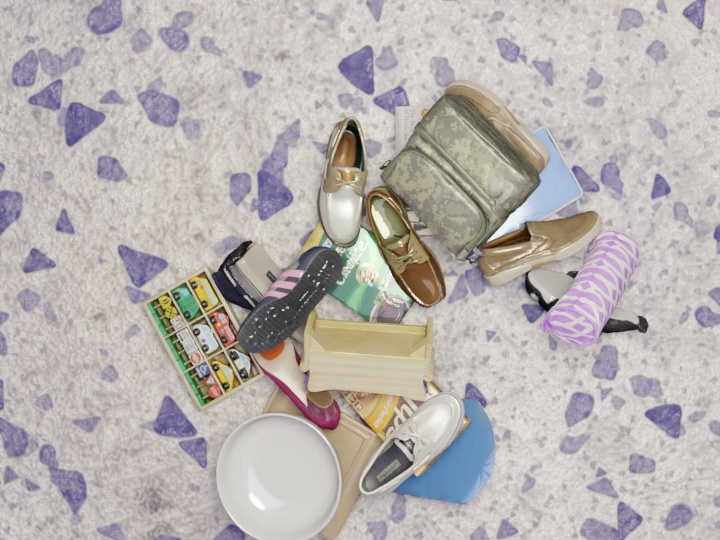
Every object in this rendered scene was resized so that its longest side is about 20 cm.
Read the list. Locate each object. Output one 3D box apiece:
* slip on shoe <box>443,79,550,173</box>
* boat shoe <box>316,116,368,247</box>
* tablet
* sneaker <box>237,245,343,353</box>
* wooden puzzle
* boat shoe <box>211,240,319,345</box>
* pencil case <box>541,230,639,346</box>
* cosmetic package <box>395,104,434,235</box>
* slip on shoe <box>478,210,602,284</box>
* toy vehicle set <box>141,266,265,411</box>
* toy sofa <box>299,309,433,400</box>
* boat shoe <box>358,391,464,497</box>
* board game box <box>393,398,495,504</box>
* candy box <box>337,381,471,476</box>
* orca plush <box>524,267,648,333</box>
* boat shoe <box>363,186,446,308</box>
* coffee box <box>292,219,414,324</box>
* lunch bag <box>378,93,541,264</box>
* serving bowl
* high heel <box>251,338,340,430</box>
[{"bbox_3d":[0.201,-0.214,1.262,0.200,0.076,0.061,44,61,5],"label":"slip on shoe"},{"bbox_3d":[-0.027,-0.140,1.263,0.074,0.068,0.203,2,75,-11],"label":"boat shoe"},{"bbox_3d":[0.240,-0.126,1.302,0.198,0.014,0.131,-30,89,4],"label":"tablet"},{"bbox_3d":[-0.112,0.042,1.238,0.200,0.082,0.070,-43,115,-10],"label":"sneaker"},{"bbox_3d":[-0.083,0.301,1.311,0.198,0.037,0.187,28,92,7],"label":"wooden puzzle"},{"bbox_3d":[-0.151,0.048,1.309,0.092,0.075,0.201,-25,108,38],"label":"boat shoe"},{"bbox_3d":[0.346,0.023,1.216,0.085,0.200,0.085,12,134,33],"label":"pencil case"},{"bbox_3d":[0.098,-0.156,1.285,0.081,0.051,0.203,-1,91,13],"label":"cosmetic package"},{"bbox_3d":[0.274,-0.049,1.262,0.198,0.076,0.061,-25,112,10],"label":"slip on shoe"},{"bbox_3d":[-0.253,0.111,1.328,0.123,0.027,0.202,-29,89,4],"label":"toy vehicle set"},{"bbox_3d":[0.012,0.124,1.220,0.197,0.083,0.099,4,116,3],"label":"toy sofa"},{"bbox_3d":[0.076,0.259,1.197,0.073,0.065,0.201,41,94,17],"label":"boat shoe"},{"bbox_3d":[0.118,0.279,1.298,0.197,0.039,0.160,4,84,18],"label":"board game box"},{"bbox_3d":[0.062,0.205,1.273,0.116,0.055,0.200,-47,72,4],"label":"candy box"},{"bbox_3d":[0.347,0.062,1.286,0.197,0.072,0.106,13,47,-1],"label":"orca plush"},{"bbox_3d":[0.060,-0.034,1.236,0.075,0.074,0.201,-31,88,12],"label":"boat shoe"},{"bbox_3d":[0.000,0.000,1.302,0.199,0.044,0.124,36,92,3],"label":"coffee box"},{"bbox_3d":[0.143,-0.132,1.190,0.200,0.139,0.168,45,113,4],"label":"lunch bag"},{"bbox_3d":[-0.118,0.312,1.259,0.197,0.066,0.203,1,93,12],"label":"serving bowl"},{"bbox_3d":[-0.108,0.173,1.284,0.067,0.097,0.200,-34,59,-19],"label":"high heel"}]
